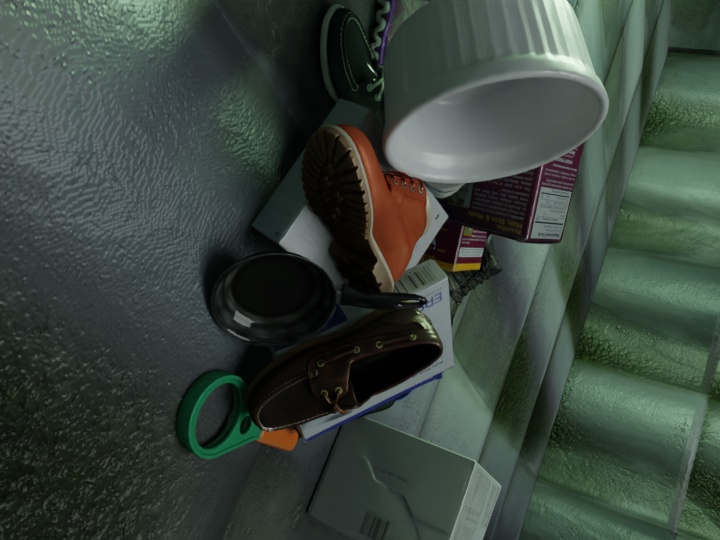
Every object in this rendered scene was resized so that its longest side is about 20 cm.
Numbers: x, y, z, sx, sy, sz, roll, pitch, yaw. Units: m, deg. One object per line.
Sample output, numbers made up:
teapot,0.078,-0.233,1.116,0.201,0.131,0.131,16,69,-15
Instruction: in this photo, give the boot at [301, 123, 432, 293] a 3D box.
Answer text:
boot,0.013,-0.070,0.594,0.107,0.075,0.201,-47,147,-20

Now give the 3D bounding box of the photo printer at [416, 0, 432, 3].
photo printer,0.059,-0.318,0.606,0.200,0.165,0.070,-51,163,-40

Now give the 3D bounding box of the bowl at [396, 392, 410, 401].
bowl,0.062,0.093,0.944,0.200,0.039,0.204,-36,133,-51

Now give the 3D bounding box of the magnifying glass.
magnifying glass,-0.116,0.155,0.661,0.200,0.022,0.081,45,63,-57

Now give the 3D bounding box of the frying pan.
frying pan,-0.043,0.013,0.587,0.031,0.187,0.116,-103,172,-47

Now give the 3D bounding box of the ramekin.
ramekin,0.112,-0.164,0.593,0.200,0.198,0.099,24,56,-62

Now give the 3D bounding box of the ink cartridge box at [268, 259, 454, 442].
ink cartridge box,0.011,0.107,0.722,0.197,0.041,0.202,-24,134,-13

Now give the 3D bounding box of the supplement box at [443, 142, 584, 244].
supplement box,0.194,-0.145,0.808,0.102,0.130,0.203,-1,106,-47

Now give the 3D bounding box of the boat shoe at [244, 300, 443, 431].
boat shoe,-0.016,0.099,0.624,0.198,0.071,0.071,-30,132,-4

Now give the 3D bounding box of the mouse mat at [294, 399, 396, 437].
mouse mat,0.003,0.118,0.819,0.198,0.007,0.163,-4,114,-48

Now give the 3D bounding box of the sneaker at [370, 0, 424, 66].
sneaker,0.063,-0.265,0.720,0.080,0.087,0.203,-33,132,-54

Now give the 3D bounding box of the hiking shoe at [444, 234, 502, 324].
hiking shoe,0.168,0.002,1.034,0.075,0.099,0.203,8,96,-62

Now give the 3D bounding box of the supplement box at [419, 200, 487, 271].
supplement box,0.136,-0.106,0.937,0.110,0.085,0.203,-3,106,-61

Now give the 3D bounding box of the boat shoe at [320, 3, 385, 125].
boat shoe,0.011,-0.182,0.689,0.076,0.060,0.201,-60,149,-28

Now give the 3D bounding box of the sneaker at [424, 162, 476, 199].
sneaker,0.109,-0.167,0.753,0.115,0.079,0.202,89,20,-77

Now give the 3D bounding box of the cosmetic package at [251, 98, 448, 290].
cosmetic package,-0.001,-0.052,0.678,0.152,0.051,0.200,-54,141,-6

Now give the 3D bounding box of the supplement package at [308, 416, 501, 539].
supplement package,0.069,0.314,0.899,0.149,0.189,0.200,-65,151,-16
